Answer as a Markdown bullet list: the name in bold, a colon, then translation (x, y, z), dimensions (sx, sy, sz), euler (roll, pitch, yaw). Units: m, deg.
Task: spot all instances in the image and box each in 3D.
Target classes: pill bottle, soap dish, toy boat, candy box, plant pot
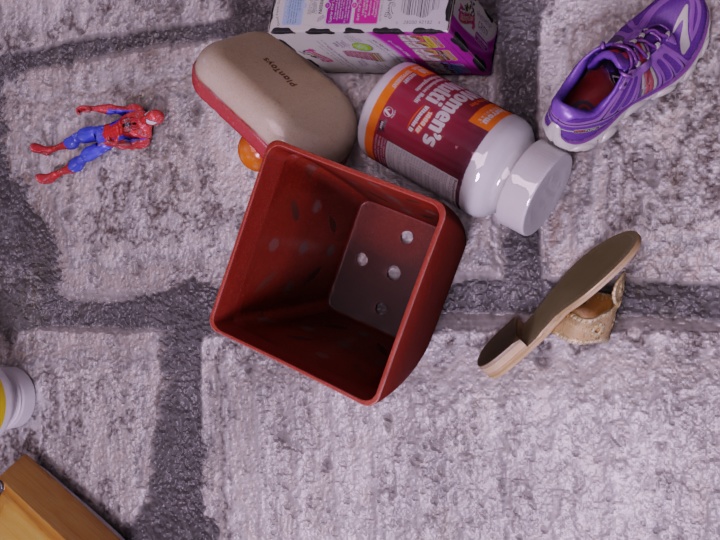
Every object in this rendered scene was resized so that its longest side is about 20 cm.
- **pill bottle**: translation (0.104, -0.122, 1.014), dimensions (0.200, 0.110, 0.110), euler (32, 102, 23)
- **soap dish**: translation (-0.400, 0.353, 1.261), dimensions (0.200, 0.081, 0.157), euler (33, 103, 24)
- **toy boat**: translation (-0.101, -0.164, 1.124), dimensions (0.200, 0.130, 0.131), euler (44, 137, 20)
- **candy box**: translation (0.025, -0.250, 1.039), dimensions (0.200, 0.136, 0.061), euler (6, 84, 25)
- **plant pot**: translation (0.000, 0.000, 1.025), dimensions (0.200, 0.176, 0.200), euler (23, 100, 24)
- **pill bottle**: translation (-0.505, 0.167, 1.250), dimensions (0.111, 0.200, 0.111), euler (-1, 89, 25)

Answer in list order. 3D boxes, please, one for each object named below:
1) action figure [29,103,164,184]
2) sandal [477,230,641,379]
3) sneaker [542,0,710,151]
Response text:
- **action figure**: translation (-0.337, -0.163, 1.237), dimensions (0.200, 0.099, 0.065), euler (-17, 83, 22)
- **sandal**: translation (0.214, 0.049, 0.995), dimensions (0.070, 0.078, 0.212), euler (41, 116, -12)
- **sneaker**: translation (0.254, -0.193, 0.941), dimensions (0.081, 0.083, 0.200), euler (42, 83, 18)
